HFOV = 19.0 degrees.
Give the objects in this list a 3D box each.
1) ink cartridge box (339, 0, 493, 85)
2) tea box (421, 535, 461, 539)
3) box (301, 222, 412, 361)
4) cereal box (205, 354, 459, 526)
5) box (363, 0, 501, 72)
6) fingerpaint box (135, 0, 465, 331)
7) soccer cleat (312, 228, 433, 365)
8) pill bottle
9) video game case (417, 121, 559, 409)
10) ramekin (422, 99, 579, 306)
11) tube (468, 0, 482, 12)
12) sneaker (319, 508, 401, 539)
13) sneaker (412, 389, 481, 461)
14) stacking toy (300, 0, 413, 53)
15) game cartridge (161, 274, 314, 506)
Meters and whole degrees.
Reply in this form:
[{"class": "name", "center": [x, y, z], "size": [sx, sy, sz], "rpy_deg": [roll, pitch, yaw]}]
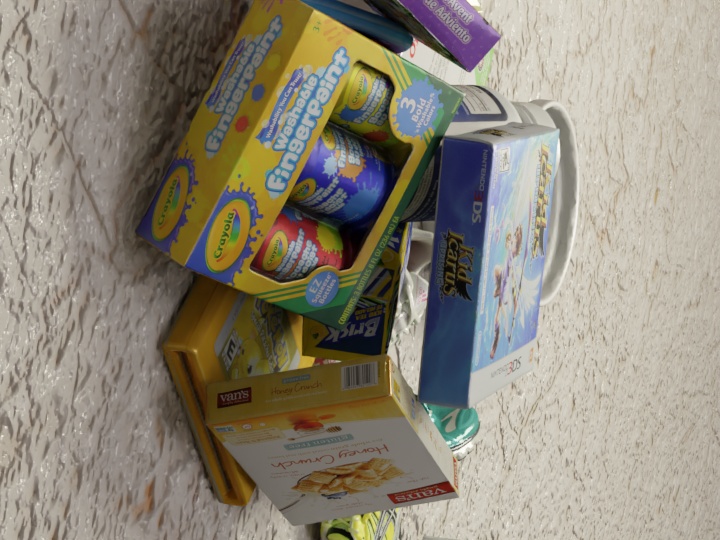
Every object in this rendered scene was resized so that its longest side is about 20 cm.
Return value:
[{"class": "ink cartridge box", "center": [0.041, -0.190, 1.863], "size": [0.200, 0.084, 0.146], "rpy_deg": [58, 42, -56]}, {"class": "tea box", "center": [0.138, 0.382, 2.069], "size": [0.134, 0.196, 0.201], "rpy_deg": [65, 37, -50]}, {"class": "box", "center": [0.000, 0.000, 1.745], "size": [0.200, 0.070, 0.065], "rpy_deg": [-76, 172, -62]}, {"class": "cereal box", "center": [-0.017, 0.131, 1.627], "size": [0.200, 0.143, 0.040], "rpy_deg": [57, 26, -56]}, {"class": "box", "center": [0.014, -0.227, 1.615], "size": [0.137, 0.200, 0.039], "rpy_deg": [41, 91, -28]}, {"class": "fingerpaint box", "center": [-0.041, -0.077, 1.541], "size": [0.167, 0.073, 0.201], "rpy_deg": [24, 95, -43]}, {"class": "soccer cleat", "center": [0.013, 0.039, 1.837], "size": [0.070, 0.086, 0.201], "rpy_deg": [67, 35, -49]}, {"class": "pill bottle", "center": [0.065, -0.096, 1.758], "size": [0.199, 0.111, 0.112], "rpy_deg": [-4, 99, -40]}, {"class": "video game case", "center": [0.101, -0.008, 1.652], "size": [0.181, 0.045, 0.201], "rpy_deg": [-21, 118, -69]}, {"class": "ramekin", "center": [0.135, -0.068, 2.091], "size": [0.200, 0.105, 0.201], "rpy_deg": [4, 90, -68]}, {"class": "tube", "center": [0.040, -0.298, 1.760], "size": [0.052, 0.058, 0.201], "rpy_deg": [112, -44, -75]}, {"class": "sneaker", "center": [0.004, 0.197, 1.856], "size": [0.076, 0.075, 0.201], "rpy_deg": [-31, 125, -63]}, {"class": "sneaker", "center": [0.025, 0.121, 1.772], "size": [0.199, 0.077, 0.080], "rpy_deg": [0, 101, -42]}, {"class": "stacking toy", "center": [-0.041, -0.104, 1.632], "size": [0.109, 0.116, 0.201], "rpy_deg": [17, 85, -25]}, {"class": "game cartridge", "center": [-0.084, 0.052, 1.678], "size": [0.177, 0.032, 0.200], "rpy_deg": [74, 31, -41]}]
